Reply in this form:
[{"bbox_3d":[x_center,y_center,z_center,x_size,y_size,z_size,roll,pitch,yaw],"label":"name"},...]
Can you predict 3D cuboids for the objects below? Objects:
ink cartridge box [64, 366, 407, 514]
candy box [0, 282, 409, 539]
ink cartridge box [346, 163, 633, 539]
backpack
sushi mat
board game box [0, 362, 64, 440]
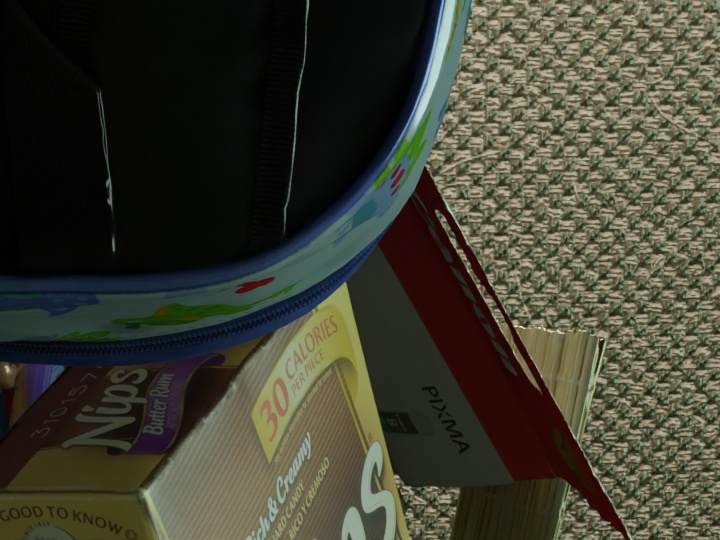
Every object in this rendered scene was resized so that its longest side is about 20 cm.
[{"bbox_3d":[-0.051,0.107,0.838,0.048,0.145,0.200,44,-14,55],"label":"ink cartridge box"},{"bbox_3d":[-0.027,0.110,0.641,0.117,0.056,0.201,-51,132,-54],"label":"candy box"},{"bbox_3d":[0.000,0.000,0.769,0.161,0.050,0.200,60,-3,-20],"label":"ink cartridge box"},{"bbox_3d":[-0.062,-0.083,0.497,0.147,0.182,0.201,107,-15,-78],"label":"backpack"},{"bbox_3d":[0.037,0.115,0.824,0.096,0.012,0.201,179,-75,-73],"label":"sushi mat"},{"bbox_3d":[-0.096,0.029,0.601,0.158,0.039,0.201,-54,139,-55],"label":"board game box"}]
